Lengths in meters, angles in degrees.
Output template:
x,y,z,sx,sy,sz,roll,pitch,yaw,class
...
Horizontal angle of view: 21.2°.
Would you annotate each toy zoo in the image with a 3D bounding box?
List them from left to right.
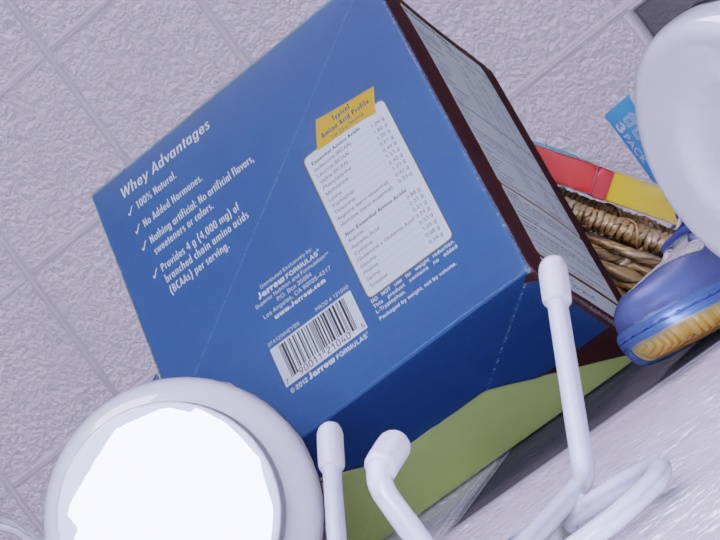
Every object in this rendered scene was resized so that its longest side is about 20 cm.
x,y,z,sx,sy,sz,roll,pitch,yaw,class
0.146,-0.061,1.240,0.131,0.199,0.021,-81,10,-84,toy zoo

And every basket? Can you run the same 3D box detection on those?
x,y,z,sx,sy,sz,roll,pitch,yaw,class
0.116,-0.020,1.179,0.149,0.143,0.200,-38,-2,8,basket

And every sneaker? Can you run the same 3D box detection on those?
x,y,z,sx,sy,sz,roll,pitch,yaw,class
0.167,-0.037,0.850,0.200,0.088,0.075,-38,1,-30,sneaker

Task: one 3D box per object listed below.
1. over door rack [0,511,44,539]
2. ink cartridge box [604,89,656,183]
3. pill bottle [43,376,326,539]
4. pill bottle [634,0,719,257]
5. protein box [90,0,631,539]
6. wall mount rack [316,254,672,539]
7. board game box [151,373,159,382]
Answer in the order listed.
x,y,z,sx,sy,sz,roll,pitch,yaw,class
-0.196,0.158,0.945,0.200,0.067,0.148,-40,5,-12,over door rack
0.256,-0.107,1.248,0.068,0.115,0.200,-36,-2,-26,ink cartridge box
-0.069,0.102,0.790,0.112,0.112,0.200,-37,-6,-5,pill bottle
0.205,-0.088,0.704,0.200,0.114,0.114,-36,-2,-26,pill bottle
0.000,0.000,0.984,0.198,0.200,0.135,-37,-35,17,protein box
0.012,0.078,0.616,0.200,0.075,0.174,-37,-2,30,wall mount rack
-0.095,0.147,0.994,0.039,0.159,0.200,3,-22,-13,board game box
